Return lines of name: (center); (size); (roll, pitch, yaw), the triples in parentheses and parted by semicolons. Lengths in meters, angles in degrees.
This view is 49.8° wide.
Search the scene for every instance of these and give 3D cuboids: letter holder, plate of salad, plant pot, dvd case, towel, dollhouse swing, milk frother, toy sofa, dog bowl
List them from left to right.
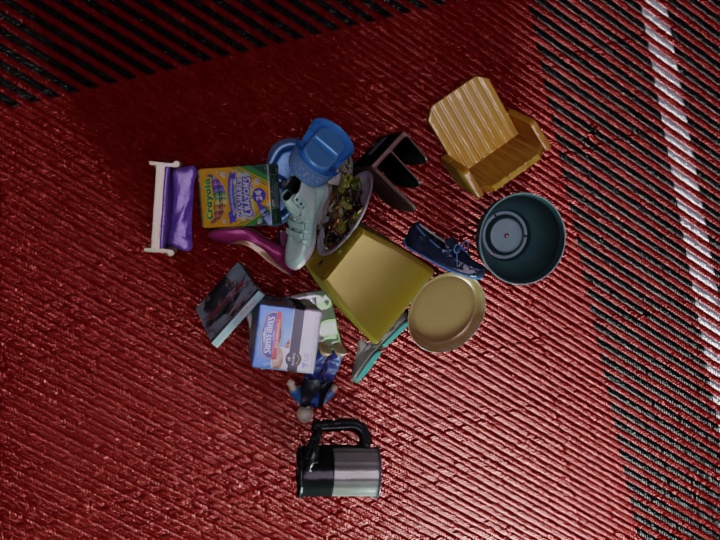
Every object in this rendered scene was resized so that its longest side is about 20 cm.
toy sofa: (-0.406, -0.135, 1.662); (0.096, 0.083, 0.202); (5, 95, -8)
dvd case: (-0.280, 0.068, 1.647); (0.146, 0.200, 0.022); (-47, 119, 0)
dog bowl: (-0.171, -0.193, 1.701); (0.111, 0.050, 0.201); (27, 92, -11)
towel: (-0.150, 0.132, 1.758); (0.198, 0.031, 0.151); (-13, 99, -7)
dog bowl: (-0.086, -0.246, 1.637); (0.111, 0.200, 0.050); (39, 126, -8)
plate of salad: (-0.041, -0.123, 1.596); (0.048, 0.200, 0.201); (31, 91, -22)
milk frother: (-0.044, 0.429, 1.723); (0.186, 0.200, 0.183); (2, 92, -9)
plant pot: (0.000, 0.000, 1.656); (0.176, 0.200, 0.200); (39, 90, -30)
letter holder: (0.081, -0.208, 1.666); (0.142, 0.200, 0.101); (45, 85, -13)
plant pot: (0.195, 0.093, 1.782); (0.198, 0.027, 0.202); (-8, 114, -18)
dollhouse swing: (0.273, -0.306, 1.711); (0.199, 0.182, 0.177); (-34, 120, -3)
plant pot: (0.346, -0.075, 1.757); (0.198, 0.134, 0.203); (-1, 96, -8)

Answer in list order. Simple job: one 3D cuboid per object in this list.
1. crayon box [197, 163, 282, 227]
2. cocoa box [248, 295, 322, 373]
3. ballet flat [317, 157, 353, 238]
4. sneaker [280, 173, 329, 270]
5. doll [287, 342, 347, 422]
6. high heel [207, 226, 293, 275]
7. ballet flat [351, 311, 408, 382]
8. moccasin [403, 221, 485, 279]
crayon box: (-0.270, -0.157, 1.651); (0.198, 0.052, 0.127); (-1, 96, 21)
cocoa box: (-0.165, 0.130, 1.642); (0.130, 0.200, 0.135); (8, 93, -11)
ballet flat: (-0.065, -0.164, 1.713); (0.075, 0.068, 0.202); (4, 99, -44)
sneaker: (-0.143, -0.107, 1.634); (0.073, 0.118, 0.202); (15, 88, 35)
doll: (-0.103, 0.256, 1.750); (0.135, 0.048, 0.202); (6, 116, -33)
high heel: (-0.237, -0.043, 1.703); (0.198, 0.067, 0.097); (3, 85, -12)
ballet flat: (0.032, 0.166, 1.781); (0.064, 0.067, 0.200); (41, 88, 17)
moccasin: (0.192, -0.045, 1.736); (0.199, 0.080, 0.069); (25, 107, 9)
